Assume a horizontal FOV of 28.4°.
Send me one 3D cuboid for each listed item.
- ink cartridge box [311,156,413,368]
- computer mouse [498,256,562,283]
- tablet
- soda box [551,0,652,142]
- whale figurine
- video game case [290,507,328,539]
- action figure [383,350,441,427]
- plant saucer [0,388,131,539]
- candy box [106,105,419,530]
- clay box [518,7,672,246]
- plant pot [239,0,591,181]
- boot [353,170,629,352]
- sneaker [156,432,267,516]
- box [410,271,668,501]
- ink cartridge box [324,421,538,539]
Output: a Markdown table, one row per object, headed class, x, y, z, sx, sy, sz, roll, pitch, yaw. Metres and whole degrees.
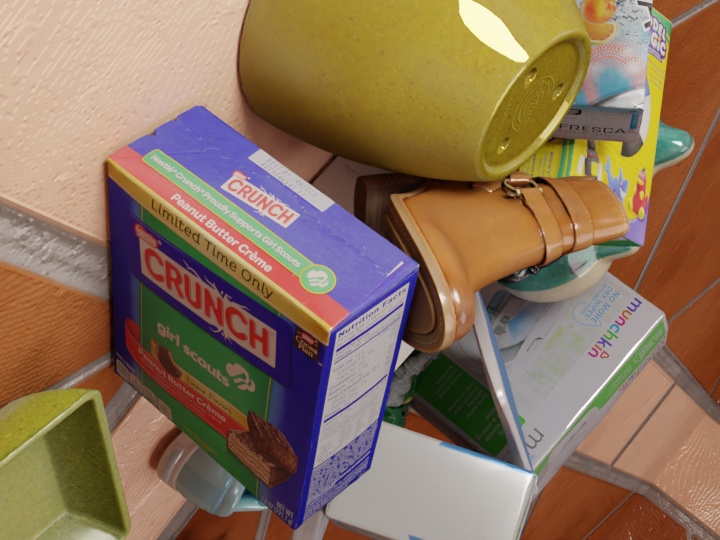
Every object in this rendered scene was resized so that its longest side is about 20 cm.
| class | x | y | z | sx | sy | sz | roll | pitch | yaw |
| --- | --- | --- | --- | --- | --- | --- | --- | --- | --- |
| ink cartridge box | 0.000 | 0.000 | 0.976 | 0.200 | 0.116 | 0.067 | -47 | 158 | -8 |
| computer mouse | 0.128 | -0.089 | 1.048 | 0.200 | 0.140 | 0.046 | -50 | -178 | -4 |
| tablet | 0.108 | 0.086 | 1.120 | 0.014 | 0.130 | 0.200 | -16 | 149 | 6 |
| soda box | 0.160 | -0.189 | 0.929 | 0.068 | 0.063 | 0.200 | 61 | 34 | -75 |
| whale figurine | 0.178 | -0.069 | 1.185 | 0.200 | 0.159 | 0.104 | -41 | 132 | 3 |
| video game case | -0.017 | 0.132 | 1.161 | 0.200 | 0.024 | 0.182 | 104 | 5 | -45 |
| action figure | 0.049 | 0.047 | 1.159 | 0.118 | 0.055 | 0.200 | -55 | 164 | -60 |
| plant saucer | -0.239 | 0.169 | 0.869 | 0.200 | 0.048 | 0.200 | -40 | 154 | -26 |
| candy box | -0.064 | 0.031 | 0.832 | 0.077 | 0.169 | 0.200 | -37 | 153 | -34 |
| clay box | 0.170 | -0.127 | 1.013 | 0.115 | 0.048 | 0.200 | 20 | 77 | -50 |
| plant pot | 0.049 | -0.132 | 0.837 | 0.200 | 0.142 | 0.200 | -41 | 155 | -23 |
| boot | 0.086 | -0.018 | 0.844 | 0.154 | 0.200 | 0.074 | -2 | 117 | -9 |
| sneaker | -0.072 | 0.153 | 1.112 | 0.200 | 0.082 | 0.074 | -15 | 139 | -58 |
| box | 0.146 | 0.076 | 1.289 | 0.200 | 0.176 | 0.097 | -47 | 157 | -7 |
| ink cartridge box | 0.053 | 0.185 | 1.142 | 0.200 | 0.145 | 0.084 | 85 | 23 | -78 |
